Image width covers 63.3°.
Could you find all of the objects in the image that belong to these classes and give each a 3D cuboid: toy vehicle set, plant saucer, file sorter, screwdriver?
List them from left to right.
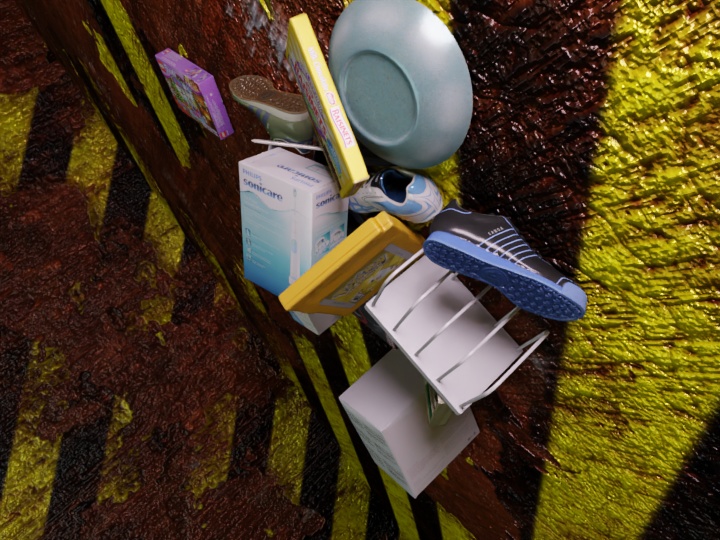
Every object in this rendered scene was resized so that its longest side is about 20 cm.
[{"bbox_3d":[-0.045,-0.157,0.773,0.028,0.197,0.029,108,161,-62],"label":"screwdriver"},{"bbox_3d":[0.029,-0.197,0.650,0.200,0.039,0.202,29,142,26],"label":"plant saucer"},{"bbox_3d":[0.116,0.128,0.914,0.125,0.026,0.202,91,176,-60],"label":"toy vehicle set"},{"bbox_3d":[0.129,0.063,0.793,0.200,0.138,0.125,48,157,11],"label":"file sorter"}]

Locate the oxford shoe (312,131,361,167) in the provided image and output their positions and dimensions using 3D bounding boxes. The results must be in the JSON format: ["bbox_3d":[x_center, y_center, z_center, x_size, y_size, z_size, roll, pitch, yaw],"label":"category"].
[{"bbox_3d":[-0.021,-0.190,0.789,0.071,0.072,0.200,51,160,6],"label":"oxford shoe"}]

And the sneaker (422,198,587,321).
[{"bbox_3d":[0.174,-0.017,0.675,0.198,0.078,0.070,27,153,6],"label":"sneaker"}]

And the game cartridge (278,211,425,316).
[{"bbox_3d":[0.000,0.000,0.804,0.033,0.176,0.200,54,-167,15],"label":"game cartridge"}]

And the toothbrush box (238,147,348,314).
[{"bbox_3d":[-0.100,-0.061,0.871,0.145,0.085,0.202,25,129,30],"label":"toothbrush box"}]

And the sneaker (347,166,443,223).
[{"bbox_3d":[0.030,-0.114,0.803,0.199,0.072,0.073,17,152,50],"label":"sneaker"}]

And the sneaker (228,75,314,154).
[{"bbox_3d":[-0.145,-0.253,0.966,0.199,0.067,0.091,33,147,37],"label":"sneaker"}]

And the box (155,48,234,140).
[{"bbox_3d":[-0.360,-0.383,1.266,0.200,0.039,0.138,38,155,36],"label":"box"}]

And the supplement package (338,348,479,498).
[{"bbox_3d":[0.098,0.283,1.146,0.147,0.191,0.201,23,145,52],"label":"supplement package"}]

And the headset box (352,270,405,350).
[{"bbox_3d":[0.028,0.038,1.060,0.200,0.075,0.150,37,155,37],"label":"headset box"}]

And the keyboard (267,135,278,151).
[{"bbox_3d":[-0.152,-0.179,0.997,0.057,0.011,0.202,91,-178,-54],"label":"keyboard"}]

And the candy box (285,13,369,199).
[{"bbox_3d":[-0.043,-0.192,0.711,0.102,0.026,0.202,161,88,-77],"label":"candy box"}]

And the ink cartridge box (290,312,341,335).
[{"bbox_3d":[-0.115,0.010,1.257,0.128,0.125,0.201,21,144,55],"label":"ink cartridge box"}]

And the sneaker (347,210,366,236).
[{"bbox_3d":[-0.055,-0.091,0.959,0.200,0.078,0.070,43,-174,-3],"label":"sneaker"}]
